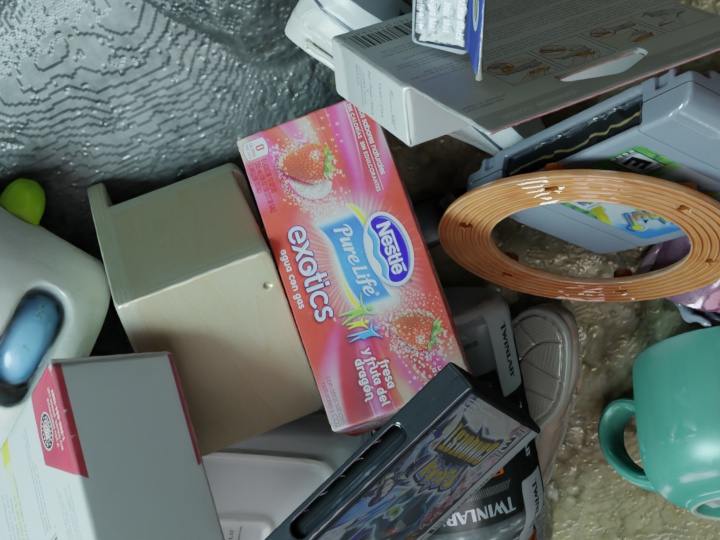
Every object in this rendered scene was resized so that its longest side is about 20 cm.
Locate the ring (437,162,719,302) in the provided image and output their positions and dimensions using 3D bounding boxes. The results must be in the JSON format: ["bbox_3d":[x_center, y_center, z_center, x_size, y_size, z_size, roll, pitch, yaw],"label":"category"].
[{"bbox_3d":[0.150,-0.024,0.914,0.199,0.019,0.201,7,158,3],"label":"ring"}]

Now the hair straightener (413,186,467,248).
[{"bbox_3d":[0.079,-0.039,0.994,0.199,0.077,0.041,-16,93,12],"label":"hair straightener"}]

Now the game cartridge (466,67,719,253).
[{"bbox_3d":[0.179,-0.062,0.885,0.133,0.041,0.200,15,157,-31],"label":"game cartridge"}]

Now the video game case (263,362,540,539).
[{"bbox_3d":[0.024,0.143,0.886,0.181,0.200,0.026,-44,68,4],"label":"video game case"}]

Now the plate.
[{"bbox_3d":[-0.095,0.200,1.019,0.199,0.032,0.201,7,95,-26],"label":"plate"}]

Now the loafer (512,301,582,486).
[{"bbox_3d":[0.135,0.107,1.101,0.072,0.063,0.201,30,125,30],"label":"loafer"}]

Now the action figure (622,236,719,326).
[{"bbox_3d":[0.264,-0.070,0.976,0.148,0.134,0.201,12,125,28],"label":"action figure"}]

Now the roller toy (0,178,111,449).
[{"bbox_3d":[-0.266,0.054,0.999,0.139,0.183,0.200,30,118,-17],"label":"roller toy"}]

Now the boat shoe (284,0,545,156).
[{"bbox_3d":[0.039,-0.125,0.950,0.199,0.072,0.066,33,121,-16],"label":"boat shoe"}]

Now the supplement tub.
[{"bbox_3d":[0.068,0.122,1.038,0.122,0.123,0.201,-11,102,8],"label":"supplement tub"}]

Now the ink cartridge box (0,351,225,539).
[{"bbox_3d":[-0.170,0.161,0.882,0.083,0.146,0.200,-4,152,-33],"label":"ink cartridge box"}]

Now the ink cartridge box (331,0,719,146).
[{"bbox_3d":[0.109,-0.124,0.843,0.199,0.176,0.045,-21,125,-22],"label":"ink cartridge box"}]

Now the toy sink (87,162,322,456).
[{"bbox_3d":[-0.109,0.012,0.980,0.111,0.200,0.131,-21,119,-6],"label":"toy sink"}]

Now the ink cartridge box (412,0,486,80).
[{"bbox_3d":[0.052,-0.238,0.805,0.040,0.200,0.201,2,121,0],"label":"ink cartridge box"}]

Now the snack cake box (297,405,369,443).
[{"bbox_3d":[-0.065,0.185,1.086,0.200,0.067,0.115,-44,116,-12],"label":"snack cake box"}]

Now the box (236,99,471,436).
[{"bbox_3d":[0.000,0.000,0.923,0.094,0.103,0.201,-20,79,3],"label":"box"}]

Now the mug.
[{"bbox_3d":[0.276,0.124,1.039,0.151,0.115,0.185,3,156,-10],"label":"mug"}]
